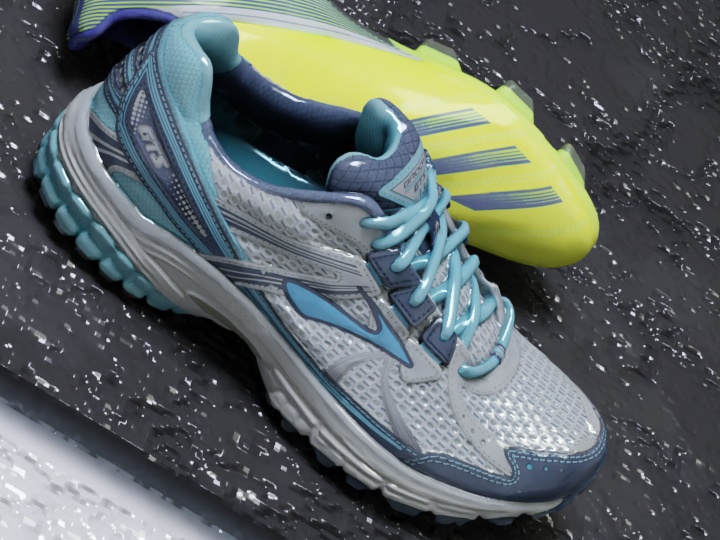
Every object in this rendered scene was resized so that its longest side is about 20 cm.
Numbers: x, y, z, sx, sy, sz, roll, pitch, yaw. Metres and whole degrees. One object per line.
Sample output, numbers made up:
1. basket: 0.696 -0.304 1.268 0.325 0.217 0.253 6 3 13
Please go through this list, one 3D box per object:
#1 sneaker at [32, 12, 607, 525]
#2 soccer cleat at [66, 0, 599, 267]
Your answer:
1. sneaker: 0.000 0.000 0.907 0.200 0.086 0.078 35 36 -10
2. soccer cleat: -0.010 -0.049 0.990 0.200 0.065 0.084 35 64 -17
